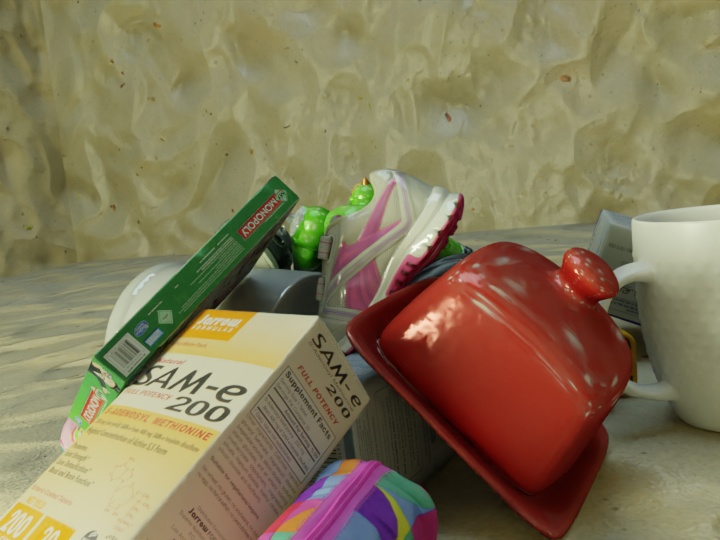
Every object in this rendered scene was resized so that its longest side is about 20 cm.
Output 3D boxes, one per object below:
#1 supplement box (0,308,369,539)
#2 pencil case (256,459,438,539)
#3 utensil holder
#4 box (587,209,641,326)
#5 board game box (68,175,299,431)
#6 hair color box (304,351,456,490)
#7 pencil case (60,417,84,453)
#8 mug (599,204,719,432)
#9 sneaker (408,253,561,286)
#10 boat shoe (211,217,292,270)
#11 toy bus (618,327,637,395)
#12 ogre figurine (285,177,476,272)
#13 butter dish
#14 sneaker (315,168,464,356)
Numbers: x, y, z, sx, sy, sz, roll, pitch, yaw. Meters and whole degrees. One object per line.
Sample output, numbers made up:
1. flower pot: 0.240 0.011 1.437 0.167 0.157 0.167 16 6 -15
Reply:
1. supplement box: -0.104 0.115 0.483 0.125 0.074 0.200 0 39 45
2. pencil case: -0.023 0.157 0.394 0.088 0.089 0.200 -4 6 19
3. utensil holder: -0.115 0.078 0.790 0.199 0.172 0.169 2 10 36
4. box: 0.363 0.007 0.982 0.182 0.106 0.200 18 12 11
5. board game box: -0.133 0.027 0.622 0.200 0.029 0.135 -51 2 -36
6. hair color box: 0.023 0.113 0.646 0.060 0.100 0.200 -3 7 31
7. pencil case: -0.164 0.145 0.645 0.087 0.088 0.199 -12 8 -41
8. mug: 0.284 0.041 0.687 0.198 0.177 0.148 -8 7 -9
9. sneaker: 0.132 0.032 0.744 0.198 0.076 0.079 -1 26 -13
10. boat shoe: -0.105 -0.024 0.853 0.072 0.062 0.200 16 -15 9
11. toy bus: 0.225 0.086 0.843 0.077 0.066 0.200 -4 6 0
12. ogre figurine: 0.013 -0.019 0.795 0.199 0.099 0.120 22 -21 30
13. butter dish: 0.122 0.047 0.585 0.199 0.148 0.200 43 27 13
14. sneaker: 0.000 0.000 0.693 0.088 0.201 0.081 36 1 12
